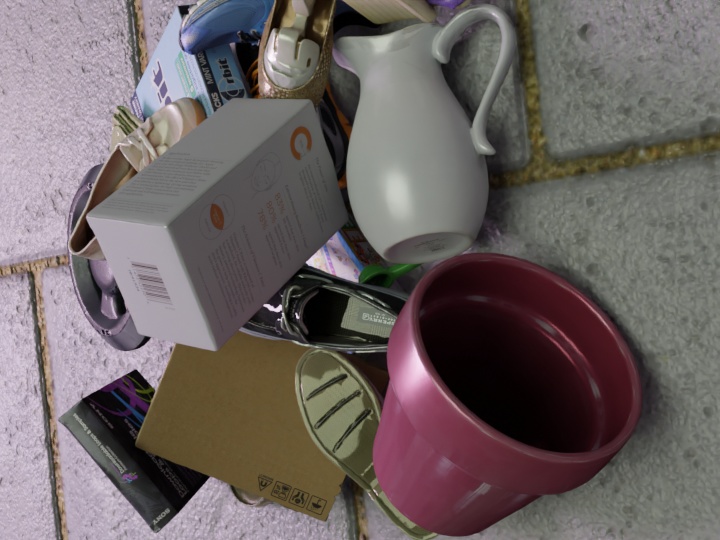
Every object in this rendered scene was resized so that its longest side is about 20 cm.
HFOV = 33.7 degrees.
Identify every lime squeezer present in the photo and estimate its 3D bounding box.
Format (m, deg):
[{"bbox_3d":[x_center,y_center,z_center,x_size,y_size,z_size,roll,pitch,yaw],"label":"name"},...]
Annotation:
[{"bbox_3d":[0.000,0.000,1.091,0.199,0.038,0.071,-3,47,24],"label":"lime squeezer"}]

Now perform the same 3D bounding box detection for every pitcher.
[{"bbox_3d":[0.065,-0.120,1.020,0.171,0.121,0.201,-18,70,30],"label":"pitcher"}]

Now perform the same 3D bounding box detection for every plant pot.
[{"bbox_3d":[0.099,0.116,0.966,0.200,0.199,0.179,53,139,24],"label":"plant pot"}]

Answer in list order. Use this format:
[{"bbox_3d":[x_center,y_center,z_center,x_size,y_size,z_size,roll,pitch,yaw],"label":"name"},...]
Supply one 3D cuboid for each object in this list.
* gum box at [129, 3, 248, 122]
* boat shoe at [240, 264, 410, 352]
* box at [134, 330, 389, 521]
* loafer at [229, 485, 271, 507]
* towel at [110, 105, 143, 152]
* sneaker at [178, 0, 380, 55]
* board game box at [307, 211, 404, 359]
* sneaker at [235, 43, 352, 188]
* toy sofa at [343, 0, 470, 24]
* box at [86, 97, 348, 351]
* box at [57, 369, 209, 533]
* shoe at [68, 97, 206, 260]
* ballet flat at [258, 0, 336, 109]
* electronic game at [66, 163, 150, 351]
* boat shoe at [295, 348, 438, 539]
[{"bbox_3d":[-0.169,-0.145,1.206,0.200,0.044,0.171,-41,67,58],"label":"gum box"},{"bbox_3d":[-0.042,0.030,1.037,0.199,0.071,0.073,5,93,15],"label":"boat shoe"},{"bbox_3d":[-0.092,0.129,1.119,0.199,0.021,0.164,23,101,-5],"label":"box"},{"bbox_3d":[-0.114,0.160,1.196,0.075,0.068,0.201,30,126,35],"label":"loafer"},{"bbox_3d":[-0.225,-0.062,1.262,0.148,0.036,0.201,45,139,43],"label":"towel"},{"bbox_3d":[-0.071,-0.230,1.096,0.199,0.079,0.090,-16,91,2],"label":"sneaker"},{"bbox_3d":[-0.049,0.001,1.168,0.135,0.034,0.200,-49,64,31],"label":"board game box"},{"bbox_3d":[-0.072,-0.167,1.148,0.078,0.077,0.201,-49,62,33],"label":"sneaker"},{"bbox_3d":[0.042,-0.317,1.001,0.097,0.083,0.201,0,77,35],"label":"toy sofa"},{"bbox_3d":[-0.115,-0.046,1.013,0.097,0.200,0.125,8,129,36],"label":"box"},{"bbox_3d":[-0.217,0.176,1.197,0.036,0.200,0.143,-41,90,7],"label":"box"},{"bbox_3d":[-0.216,-0.084,1.146,0.070,0.053,0.200,50,115,26],"label":"shoe"},{"bbox_3d":[-0.054,-0.222,1.034,0.070,0.065,0.201,12,98,10],"label":"ballet flat"},{"bbox_3d":[-0.261,-0.014,1.265,0.199,0.041,0.201,15,110,50],"label":"electronic game"},{"bbox_3d":[0.012,0.156,1.082,0.075,0.068,0.200,-38,80,11],"label":"boat shoe"}]
